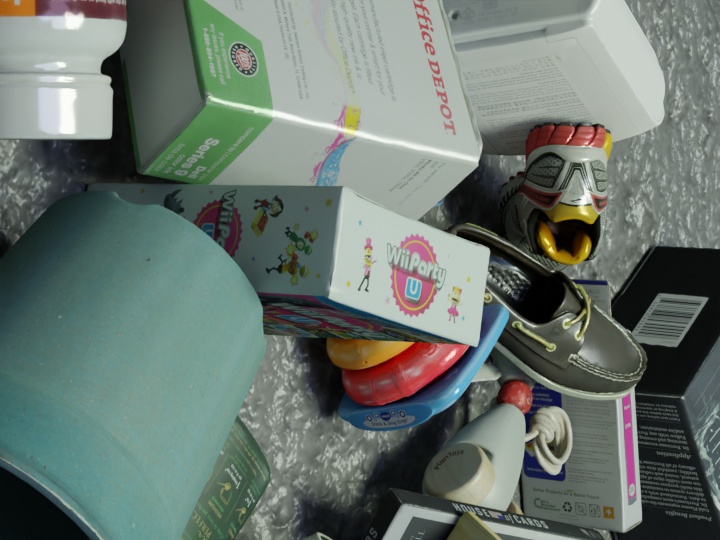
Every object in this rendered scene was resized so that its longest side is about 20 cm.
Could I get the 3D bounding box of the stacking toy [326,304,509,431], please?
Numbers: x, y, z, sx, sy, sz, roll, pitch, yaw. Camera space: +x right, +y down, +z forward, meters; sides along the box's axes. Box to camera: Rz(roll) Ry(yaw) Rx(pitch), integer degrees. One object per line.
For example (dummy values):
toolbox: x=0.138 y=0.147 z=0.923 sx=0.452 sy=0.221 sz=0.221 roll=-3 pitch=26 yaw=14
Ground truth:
stacking toy: x=0.000 y=0.000 z=1.232 sx=0.201 sy=0.115 sz=0.110 roll=57 pitch=47 yaw=-22

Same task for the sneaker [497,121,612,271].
sneaker: x=0.142 y=-0.037 z=1.364 sx=0.200 sy=0.077 sz=0.083 roll=86 pitch=7 yaw=-70

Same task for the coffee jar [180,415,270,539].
coffee jar: x=-0.136 y=0.168 z=1.064 sx=0.201 sy=0.085 sz=0.105 roll=-60 pitch=141 yaw=-31

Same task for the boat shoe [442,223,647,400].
boat shoe: x=0.131 y=0.032 z=1.341 sx=0.200 sy=0.061 sz=0.072 roll=27 pitch=55 yaw=-14

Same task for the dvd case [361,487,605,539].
dvd case: x=0.066 y=0.234 z=1.286 sx=0.199 sy=0.025 sz=0.151 roll=16 pitch=110 yaw=-37

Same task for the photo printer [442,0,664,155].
photo printer: x=0.122 y=-0.145 z=1.299 sx=0.200 sy=0.165 sz=0.070 roll=39 pitch=49 yaw=-58

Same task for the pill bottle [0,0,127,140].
pill bottle: x=-0.180 y=-0.170 z=0.965 sx=0.114 sy=0.113 sz=0.202 roll=-5 pitch=96 yaw=-51

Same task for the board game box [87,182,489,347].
board game box: x=-0.047 y=-0.003 z=1.076 sx=0.147 sy=0.199 sz=0.065 roll=20 pitch=75 yaw=-50

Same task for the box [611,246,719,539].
box: x=0.289 y=0.117 z=1.579 sx=0.200 sy=0.123 sz=0.198 roll=-49 pitch=130 yaw=-38

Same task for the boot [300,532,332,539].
boot: x=-0.028 y=0.267 z=1.191 sx=0.144 sy=0.072 sz=0.201 roll=-37 pitch=132 yaw=-5

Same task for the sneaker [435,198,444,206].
sneaker: x=0.003 y=-0.124 z=1.233 sx=0.066 sy=0.078 sz=0.201 roll=-49 pitch=127 yaw=-35

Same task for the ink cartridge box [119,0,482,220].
ink cartridge box: x=-0.038 y=-0.120 z=1.090 sx=0.199 sy=0.087 sz=0.146 roll=8 pitch=56 yaw=-35

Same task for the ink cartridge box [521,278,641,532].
ink cartridge box: x=0.169 y=0.102 z=1.443 sx=0.037 sy=0.094 sz=0.202 roll=-19 pitch=107 yaw=-50

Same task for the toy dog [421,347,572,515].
toy dog: x=0.079 y=0.128 z=1.356 sx=0.200 sy=0.095 sz=0.133 roll=-50 pitch=127 yaw=-57

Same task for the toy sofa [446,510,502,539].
toy sofa: x=0.127 y=0.250 z=1.260 sx=0.199 sy=0.083 sz=0.098 roll=28 pitch=98 yaw=-40

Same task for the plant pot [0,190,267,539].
plant pot: x=-0.154 y=0.075 z=0.961 sx=0.201 sy=0.199 sz=0.197 roll=62 pitch=42 yaw=-33
